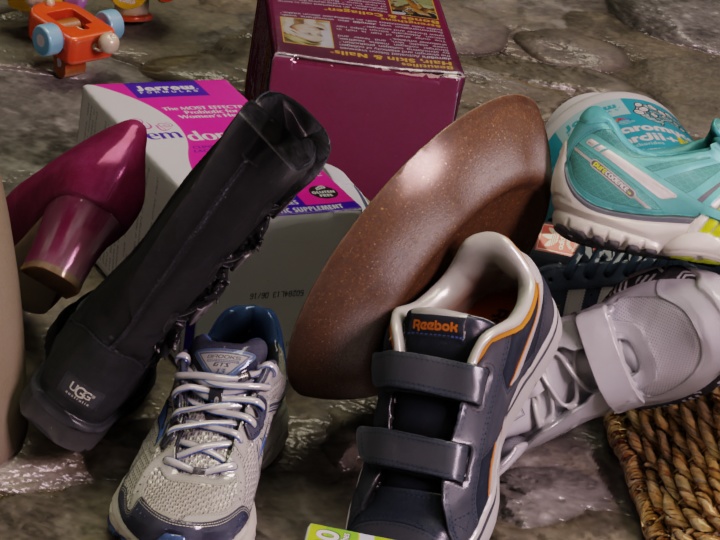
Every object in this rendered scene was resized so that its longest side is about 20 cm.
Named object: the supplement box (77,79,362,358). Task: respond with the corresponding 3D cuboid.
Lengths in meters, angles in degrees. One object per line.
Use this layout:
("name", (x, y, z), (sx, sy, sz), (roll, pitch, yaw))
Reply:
("supplement box", (-0.091, -0.030, 1.499), (0.101, 0.104, 0.200), (-5, 27, -28))

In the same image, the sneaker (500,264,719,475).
("sneaker", (0.110, 0.060, 1.348), (0.199, 0.076, 0.115), (-18, 9, 46))

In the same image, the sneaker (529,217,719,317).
("sneaker", (0.136, -0.002, 1.428), (0.199, 0.085, 0.075), (-23, 32, 36))

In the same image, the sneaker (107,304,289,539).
("sneaker", (-0.079, 0.077, 1.290), (0.077, 0.086, 0.200), (11, 25, 2))

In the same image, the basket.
("basket", (0.240, 0.101, 1.389), (0.142, 0.149, 0.200), (37, 16, -22))

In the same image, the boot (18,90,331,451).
("boot", (-0.092, -0.014, 1.328), (0.065, 0.200, 0.165), (33, 18, -9))

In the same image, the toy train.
("toy train", (-0.185, -0.187, 1.863), (0.150, 0.056, 0.199), (29, 34, 33))

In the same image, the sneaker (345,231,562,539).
("sneaker", (0.037, 0.070, 1.258), (0.078, 0.080, 0.201), (6, 55, 27))

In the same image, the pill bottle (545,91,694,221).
("pill bottle", (0.173, -0.044, 1.616), (0.110, 0.111, 0.200), (3, 25, -15))

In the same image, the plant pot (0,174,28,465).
("plant pot", (-0.252, -0.017, 1.290), (0.186, 0.201, 0.188), (9, 24, -4))

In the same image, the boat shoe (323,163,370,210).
("boat shoe", (0.000, 0.000, 1.528), (0.062, 0.072, 0.200), (24, 18, -33))

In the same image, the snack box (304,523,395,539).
("snack box", (0.028, 0.194, 1.119), (0.141, 0.053, 0.200), (9, 25, 3))

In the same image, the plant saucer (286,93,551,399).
("plant saucer", (0.041, -0.002, 1.342), (0.037, 0.201, 0.200), (40, 35, 20))

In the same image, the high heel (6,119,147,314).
("high heel", (-0.175, -0.033, 1.406), (0.067, 0.096, 0.200), (32, -15, -16))

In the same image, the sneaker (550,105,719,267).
("sneaker", (0.200, -0.038, 1.327), (0.199, 0.080, 0.078), (10, 1, -4))

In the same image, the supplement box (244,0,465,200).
("supplement box", (-0.008, -0.130, 1.741), (0.130, 0.104, 0.200), (7, 24, -7))
